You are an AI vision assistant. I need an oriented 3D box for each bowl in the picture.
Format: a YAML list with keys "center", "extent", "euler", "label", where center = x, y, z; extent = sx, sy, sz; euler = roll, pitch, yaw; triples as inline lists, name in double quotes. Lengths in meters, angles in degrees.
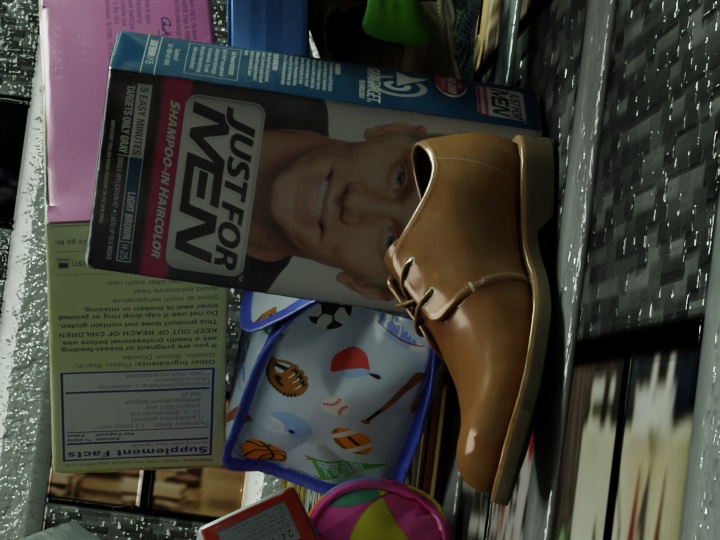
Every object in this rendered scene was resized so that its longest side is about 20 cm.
- center: [-0.048, -0.144, 1.365]
  extent: [0.201, 0.039, 0.202]
  euler: [180, 90, -86]
  label: "bowl"

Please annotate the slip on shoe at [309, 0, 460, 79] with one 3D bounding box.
- center: [0.007, -0.122, 1.369]
  extent: [0.061, 0.076, 0.201]
  euler: [52, -162, -40]
  label: "slip on shoe"

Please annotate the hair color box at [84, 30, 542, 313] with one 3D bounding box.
- center: [-0.022, -0.043, 1.244]
  extent: [0.061, 0.199, 0.101]
  euler: [-90, 9, -68]
  label: "hair color box"

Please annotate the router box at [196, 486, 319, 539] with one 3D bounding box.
- center: [-0.023, 0.207, 1.275]
  extent: [0.200, 0.049, 0.180]
  euler: [113, 132, -75]
  label: "router box"

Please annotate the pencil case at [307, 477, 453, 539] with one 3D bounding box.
- center: [-0.002, 0.165, 1.421]
  extent: [0.200, 0.088, 0.089]
  euler: [102, 175, -75]
  label: "pencil case"

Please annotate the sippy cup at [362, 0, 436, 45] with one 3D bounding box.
- center: [0.037, -0.203, 1.314]
  extent: [0.178, 0.140, 0.130]
  euler: [-41, -20, -13]
  label: "sippy cup"

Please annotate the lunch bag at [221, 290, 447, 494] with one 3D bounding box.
- center: [0.000, 0.000, 1.429]
  extent: [0.200, 0.123, 0.171]
  euler: [112, 172, -52]
  label: "lunch bag"

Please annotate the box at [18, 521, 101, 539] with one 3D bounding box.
- center: [-0.110, 0.240, 1.222]
  extent: [0.048, 0.158, 0.201]
  euler: [-14, -56, -46]
  label: "box"

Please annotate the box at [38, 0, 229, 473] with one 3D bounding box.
- center: [-0.124, -0.021, 1.465]
  extent: [0.201, 0.096, 0.177]
  euler: [96, 170, -46]
  label: "box"

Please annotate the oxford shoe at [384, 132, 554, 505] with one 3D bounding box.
- center: [0.044, 0.018, 1.130]
  extent: [0.201, 0.071, 0.072]
  euler: [-89, 9, -48]
  label: "oxford shoe"

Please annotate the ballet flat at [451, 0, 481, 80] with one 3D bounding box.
- center: [0.043, -0.128, 1.530]
  extent: [0.200, 0.074, 0.075]
  euler: [93, -177, -70]
  label: "ballet flat"

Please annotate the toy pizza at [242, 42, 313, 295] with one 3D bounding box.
- center: [-0.056, -0.053, 1.596]
  extent: [0.200, 0.032, 0.202]
  euler: [2, -90, -80]
  label: "toy pizza"
